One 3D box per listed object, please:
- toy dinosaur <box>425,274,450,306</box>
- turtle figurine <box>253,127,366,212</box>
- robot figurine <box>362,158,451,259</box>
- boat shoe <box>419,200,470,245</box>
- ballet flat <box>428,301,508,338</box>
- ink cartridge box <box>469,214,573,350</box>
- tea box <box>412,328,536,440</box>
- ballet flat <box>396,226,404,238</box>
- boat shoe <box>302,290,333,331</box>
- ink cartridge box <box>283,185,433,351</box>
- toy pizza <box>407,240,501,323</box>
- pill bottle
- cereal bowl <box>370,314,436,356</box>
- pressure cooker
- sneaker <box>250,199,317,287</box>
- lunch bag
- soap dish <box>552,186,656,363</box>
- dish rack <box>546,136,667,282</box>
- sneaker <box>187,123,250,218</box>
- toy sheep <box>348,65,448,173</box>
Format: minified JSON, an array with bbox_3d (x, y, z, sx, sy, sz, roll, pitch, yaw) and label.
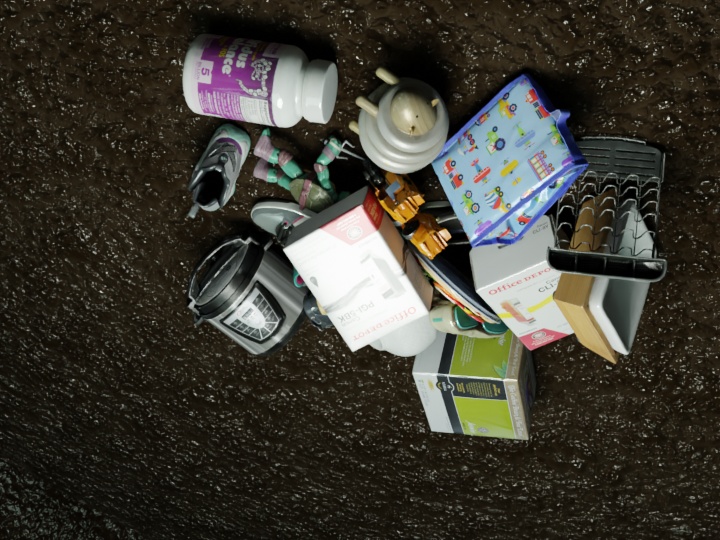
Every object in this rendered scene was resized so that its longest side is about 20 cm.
[{"bbox_3d":[0.096,0.034,1.450,0.198,0.059,0.101,23,174,-10],"label":"toy dinosaur"},{"bbox_3d":[-0.070,-0.140,1.301,0.198,0.101,0.151,26,136,4],"label":"turtle figurine"},{"bbox_3d":[0.066,-0.100,1.237,0.058,0.201,0.145,-37,118,8],"label":"robot figurine"},{"bbox_3d":[0.180,-0.073,1.303,0.199,0.061,0.072,-5,136,27],"label":"boat shoe"},{"bbox_3d":[0.184,0.085,1.434,0.069,0.071,0.199,-15,164,36],"label":"ballet flat"},{"bbox_3d":[0.278,0.023,1.310,0.144,0.084,0.200,-25,136,23],"label":"ink cartridge box"},{"bbox_3d":[0.218,0.201,1.559,0.194,0.135,0.201,3,140,20],"label":"tea box"},{"bbox_3d":[-0.025,-0.063,1.373,0.197,0.076,0.068,-12,138,-25],"label":"ballet flat"},{"bbox_3d":[-0.061,0.064,1.468,0.061,0.076,0.200,-18,171,3],"label":"boat shoe"},{"bbox_3d":[0.000,0.000,1.266,0.146,0.083,0.201,-28,109,19],"label":"ink cartridge box"},{"bbox_3d":[0.144,0.022,1.344,0.199,0.201,0.032,37,101,-22],"label":"toy pizza"},{"bbox_3d":[-0.136,-0.261,1.165,0.197,0.113,0.113,10,142,10],"label":"pill bottle"},{"bbox_3d":[0.034,0.075,1.452,0.200,0.083,0.201,41,161,18],"label":"cereal bowl"},{"bbox_3d":[-0.207,0.036,1.503,0.200,0.177,0.178,41,145,-25],"label":"pressure cooker"},{"bbox_3d":[-0.105,-0.036,1.416,0.197,0.122,0.084,19,143,0],"label":"sneaker"},{"bbox_3d":[0.205,-0.151,1.125,0.093,0.152,0.200,-5,151,-38],"label":"lunch bag"},{"bbox_3d":[0.354,0.007,1.211,0.080,0.202,0.157,3,149,38],"label":"soap dish"},{"bbox_3d":[0.332,-0.085,1.119,0.151,0.203,0.055,6,170,11],"label":"dish rack"},{"bbox_3d":[-0.247,-0.128,1.347,0.077,0.141,0.201,23,142,-7],"label":"sneaker"},{"bbox_3d":[0.056,-0.199,1.154,0.136,0.140,0.200,20,171,-2],"label":"toy sheep"}]
